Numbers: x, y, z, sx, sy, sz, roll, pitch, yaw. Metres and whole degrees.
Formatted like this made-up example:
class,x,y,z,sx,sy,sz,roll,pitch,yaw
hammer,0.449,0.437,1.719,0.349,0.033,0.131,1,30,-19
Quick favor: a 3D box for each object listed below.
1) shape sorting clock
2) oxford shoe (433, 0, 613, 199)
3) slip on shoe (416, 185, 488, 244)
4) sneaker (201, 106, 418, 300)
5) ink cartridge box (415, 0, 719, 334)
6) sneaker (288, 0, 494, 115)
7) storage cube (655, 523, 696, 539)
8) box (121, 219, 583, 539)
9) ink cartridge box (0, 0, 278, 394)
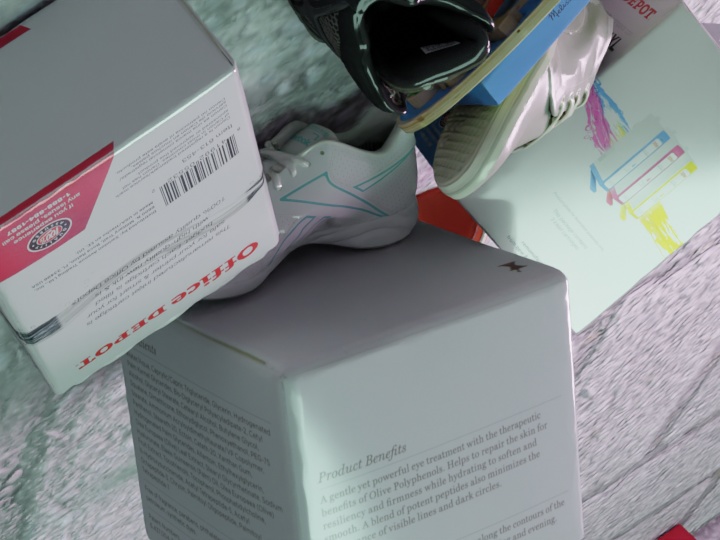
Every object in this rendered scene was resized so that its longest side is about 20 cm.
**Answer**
class,x,y,z,sx,sy,sz,roll,pitch,yaw
shape sorting clock,0.087,-0.151,1.111,0.200,0.039,0.200,-44,-167,13
oxford shoe,0.095,-0.100,1.147,0.075,0.058,0.200,-34,-163,39
slip on shoe,0.000,0.000,1.359,0.200,0.074,0.061,-28,156,-15
sneaker,-0.050,-0.043,1.193,0.200,0.070,0.080,-21,132,-34
ink cartridge box,0.154,-0.088,1.277,0.200,0.125,0.129,-41,-156,5
sneaker,0.018,-0.122,1.045,0.076,0.114,0.199,-40,165,6
storage cube,0.474,0.533,3.206,0.171,0.180,0.200,-29,146,-27
box,-0.008,0.082,1.221,0.199,0.200,0.172,-18,114,-31
ink cartridge box,-0.126,-0.041,1.009,0.145,0.084,0.200,-35,160,-10
